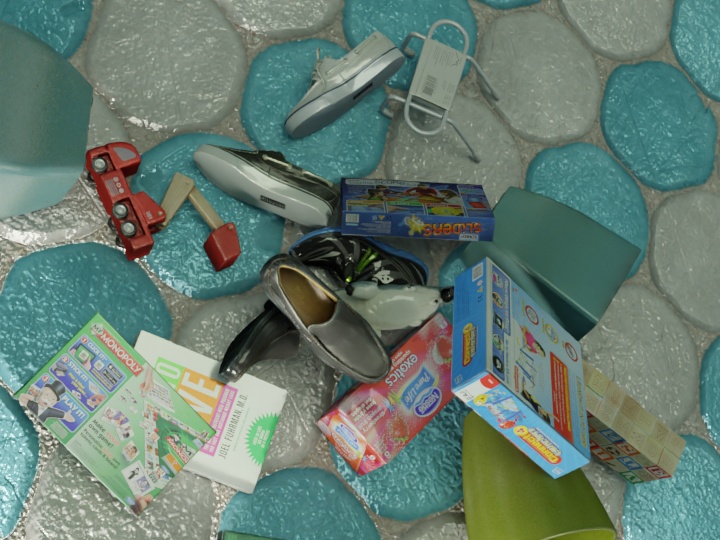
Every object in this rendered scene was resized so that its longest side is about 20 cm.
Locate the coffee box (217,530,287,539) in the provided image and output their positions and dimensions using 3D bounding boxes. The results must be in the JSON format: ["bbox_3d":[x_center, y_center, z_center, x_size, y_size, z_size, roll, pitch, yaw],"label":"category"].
[{"bbox_3d":[-0.081,0.388,1.359,0.198,0.044,0.125,12,69,-17],"label":"coffee box"}]

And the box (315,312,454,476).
[{"bbox_3d":[0.050,0.159,1.459,0.200,0.100,0.096,-41,89,-28],"label":"box"}]

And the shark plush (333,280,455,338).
[{"bbox_3d":[0.051,0.028,1.451,0.198,0.083,0.092,-20,108,-3],"label":"shark plush"}]

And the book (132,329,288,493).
[{"bbox_3d":[-0.203,0.174,1.389,0.198,0.048,0.135,23,71,-13],"label":"book"}]

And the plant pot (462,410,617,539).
[{"bbox_3d":[0.205,0.271,1.453,0.185,0.188,0.202,-4,59,-22],"label":"plant pot"}]

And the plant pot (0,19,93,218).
[{"bbox_3d":[-0.428,-0.170,1.339,0.198,0.195,0.199,11,68,-26],"label":"plant pot"}]

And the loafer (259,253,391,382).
[{"bbox_3d":[-0.041,0.062,1.357,0.200,0.072,0.073,41,84,-5],"label":"loafer"}]

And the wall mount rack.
[{"bbox_3d":[0.126,-0.256,1.652,0.172,0.075,0.202,23,65,-9],"label":"wall mount rack"}]

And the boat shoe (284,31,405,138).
[{"bbox_3d":[-0.039,-0.269,1.578,0.201,0.075,0.086,-38,78,-11],"label":"boat shoe"}]

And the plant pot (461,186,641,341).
[{"bbox_3d":[0.252,-0.011,1.578,0.199,0.142,0.142,37,63,2],"label":"plant pot"}]

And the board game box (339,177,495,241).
[{"bbox_3d":[0.072,-0.083,1.511,0.197,0.136,0.035,3,113,-3],"label":"board game box"}]

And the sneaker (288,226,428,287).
[{"bbox_3d":[0.000,0.000,1.510,0.198,0.071,0.084,18,60,-18],"label":"sneaker"}]

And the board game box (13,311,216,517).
[{"bbox_3d":[-0.284,0.167,1.325,0.200,0.029,0.135,47,74,-8],"label":"board game box"}]

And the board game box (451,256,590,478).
[{"bbox_3d":[0.195,0.117,1.387,0.196,0.056,0.201,41,33,-25],"label":"board game box"}]

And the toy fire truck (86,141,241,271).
[{"bbox_3d":[-0.252,-0.082,1.451,0.140,0.049,0.202,-22,80,-27],"label":"toy fire truck"}]

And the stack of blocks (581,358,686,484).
[{"bbox_3d":[0.325,0.207,1.541,0.199,0.115,0.059,38,63,-11],"label":"stack of blocks"}]

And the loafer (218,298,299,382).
[{"bbox_3d":[-0.103,0.080,1.422,0.072,0.073,0.200,47,47,-7],"label":"loafer"}]

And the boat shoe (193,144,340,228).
[{"bbox_3d":[-0.122,-0.123,1.499,0.198,0.071,0.064,26,61,-2],"label":"boat shoe"}]
